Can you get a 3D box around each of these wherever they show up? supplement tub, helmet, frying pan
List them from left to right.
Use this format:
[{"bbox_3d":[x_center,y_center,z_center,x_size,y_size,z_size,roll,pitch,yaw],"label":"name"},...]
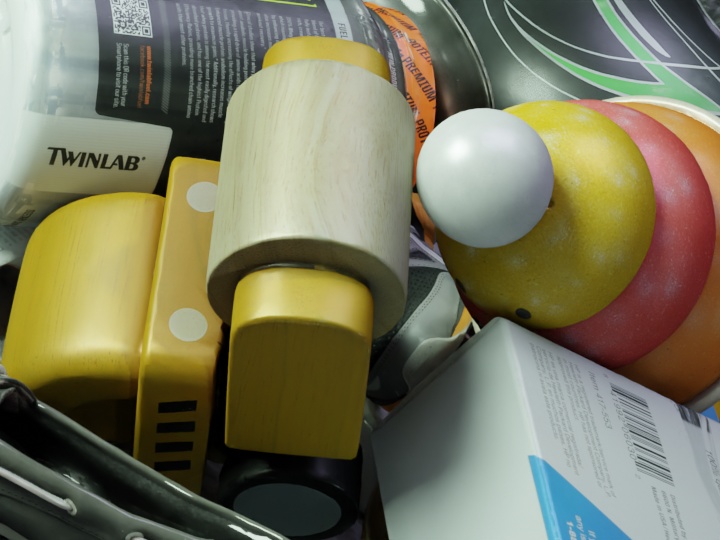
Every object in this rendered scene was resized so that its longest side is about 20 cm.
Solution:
[{"bbox_3d":[-0.074,-0.076,0.817,0.199,0.123,0.123,3,30,-32],"label":"supplement tub"},{"bbox_3d":[0.025,-0.069,0.938,0.031,0.191,0.115,-34,45,-26],"label":"frying pan"},{"bbox_3d":[0.122,-0.070,1.040,0.199,0.200,0.191,12,40,-53],"label":"helmet"}]

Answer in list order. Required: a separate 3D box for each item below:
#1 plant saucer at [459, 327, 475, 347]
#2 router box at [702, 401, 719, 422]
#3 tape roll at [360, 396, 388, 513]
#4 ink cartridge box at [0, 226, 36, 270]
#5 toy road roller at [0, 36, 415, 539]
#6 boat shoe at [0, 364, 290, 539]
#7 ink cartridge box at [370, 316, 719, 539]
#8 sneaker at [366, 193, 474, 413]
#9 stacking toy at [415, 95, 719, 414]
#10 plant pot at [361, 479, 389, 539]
[{"bbox_3d":[0.109,0.067,1.018,0.200,0.037,0.201,32,15,-10],"label":"plant saucer"},{"bbox_3d":[0.164,0.092,0.910,0.201,0.051,0.149,53,49,-9],"label":"router box"},{"bbox_3d":[0.052,0.095,0.954,0.202,0.037,0.203,31,16,-10],"label":"tape roll"},{"bbox_3d":[-0.194,-0.045,0.854,0.160,0.047,0.200,38,41,17],"label":"ink cartridge box"},{"bbox_3d":[-0.062,0.010,0.718,0.145,0.201,0.124,7,55,-4],"label":"toy road roller"},{"bbox_3d":[-0.106,0.070,0.672,0.199,0.057,0.067,35,16,3],"label":"boat shoe"},{"bbox_3d":[0.112,0.126,0.727,0.199,0.086,0.147,27,36,-33],"label":"ink cartridge box"},{"bbox_3d":[0.000,0.000,0.908,0.077,0.078,0.200,36,10,-23],"label":"sneaker"},{"bbox_3d":[0.073,-0.020,0.739,0.146,0.146,0.200,43,10,30],"label":"stacking toy"},{"bbox_3d":[0.075,0.161,0.776,0.199,0.028,0.200,33,23,-16],"label":"plant pot"}]
